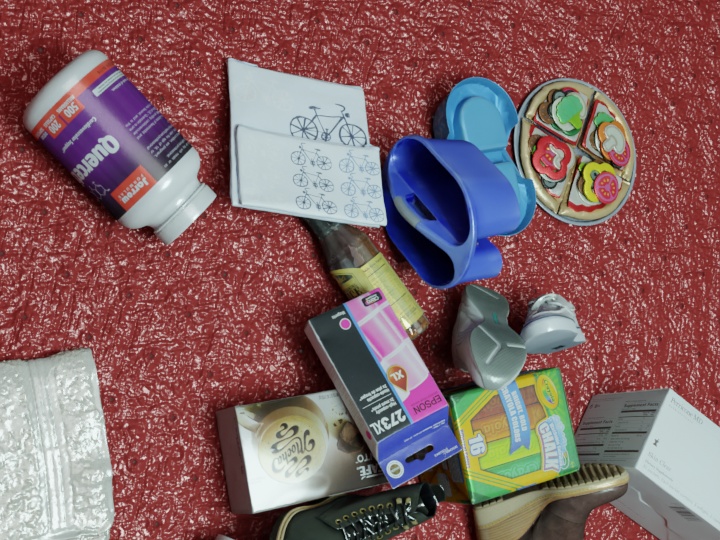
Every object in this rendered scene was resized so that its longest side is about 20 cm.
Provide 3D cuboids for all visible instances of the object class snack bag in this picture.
[{"bbox_3d":[-0.062,-0.149,1.235,0.187,0.021,0.202,8,61,-24],"label":"snack bag"}]

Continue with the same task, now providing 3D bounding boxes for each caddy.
[{"bbox_3d":[0.091,-0.070,1.236,0.104,0.142,0.200,-6,39,-30],"label":"caddy"}]

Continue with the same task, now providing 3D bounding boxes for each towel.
[{"bbox_3d":[-0.323,0.186,1.083,0.131,0.034,0.202,-7,85,-26],"label":"towel"}]

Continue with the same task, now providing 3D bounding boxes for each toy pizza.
[{"bbox_3d":[0.292,-0.160,1.425,0.198,0.032,0.203,4,80,-24],"label":"toy pizza"}]

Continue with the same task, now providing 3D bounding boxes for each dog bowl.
[{"bbox_3d":[0.151,-0.137,1.343,0.111,0.049,0.202,-12,86,-31],"label":"dog bowl"}]

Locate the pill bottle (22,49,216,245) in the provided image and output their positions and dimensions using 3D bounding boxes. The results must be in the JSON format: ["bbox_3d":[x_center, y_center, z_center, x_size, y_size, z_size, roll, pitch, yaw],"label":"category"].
[{"bbox_3d":[-0.247,-0.124,1.124,0.200,0.112,0.113,46,66,-11],"label":"pill bottle"}]

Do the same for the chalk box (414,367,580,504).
[{"bbox_3d":[0.171,0.187,1.262,0.198,0.124,0.126,-12,87,-26],"label":"chalk box"}]

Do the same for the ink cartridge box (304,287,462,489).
[{"bbox_3d":[0.027,0.124,1.161,0.094,0.037,0.201,-24,76,-22],"label":"ink cartridge box"}]

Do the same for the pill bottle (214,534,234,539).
[{"bbox_3d":[-0.149,0.381,1.087,0.113,0.114,0.201,32,70,-17],"label":"pill bottle"}]

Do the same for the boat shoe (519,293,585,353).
[{"bbox_3d":[0.225,0.061,1.293,0.073,0.200,0.066,-19,77,12],"label":"boat shoe"}]

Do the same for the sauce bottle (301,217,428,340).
[{"bbox_3d":[0.000,0.000,1.247,0.066,0.066,0.201,-37,92,-25],"label":"sauce bottle"}]

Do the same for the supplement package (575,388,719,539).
[{"bbox_3d":[0.385,0.250,1.333,0.199,0.155,0.112,36,68,-15],"label":"supplement package"}]

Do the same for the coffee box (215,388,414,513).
[{"bbox_3d":[-0.048,0.192,1.183,0.198,0.080,0.114,-6,82,-25],"label":"coffee box"}]

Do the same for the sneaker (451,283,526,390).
[{"bbox_3d":[0.142,0.093,1.236,0.070,0.201,0.081,19,113,-6],"label":"sneaker"}]

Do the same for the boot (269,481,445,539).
[{"bbox_3d":[-0.002,0.265,1.108,0.078,0.137,0.200,71,22,-5],"label":"boot"}]

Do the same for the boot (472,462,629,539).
[{"bbox_3d":[0.242,0.327,1.264,0.198,0.072,0.168,-21,96,16],"label":"boot"}]
